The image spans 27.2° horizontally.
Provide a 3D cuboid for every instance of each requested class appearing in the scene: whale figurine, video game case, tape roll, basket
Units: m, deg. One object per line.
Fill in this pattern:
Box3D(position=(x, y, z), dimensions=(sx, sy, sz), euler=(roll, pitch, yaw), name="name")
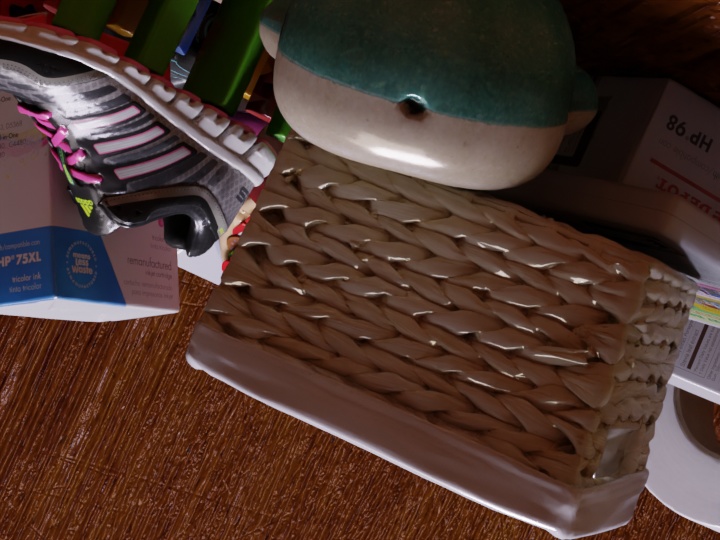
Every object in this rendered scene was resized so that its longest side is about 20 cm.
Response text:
Box3D(position=(0.035, -0.109, 0.671), dimensions=(0.159, 0.104, 0.200), euler=(15, -159, 3), name="whale figurine")
Box3D(position=(0.147, -0.008, 0.765), dimensions=(0.182, 0.022, 0.200), euler=(28, 175, -33), name="video game case")
Box3D(position=(0.293, 0.097, 1.090), dimensions=(0.202, 0.203, 0.071), euler=(22, 176, 40), name="tape roll")
Box3D(position=(0.045, 0.026, 0.691), dimensions=(0.200, 0.124, 0.135), euler=(23, -176, 23), name="basket")

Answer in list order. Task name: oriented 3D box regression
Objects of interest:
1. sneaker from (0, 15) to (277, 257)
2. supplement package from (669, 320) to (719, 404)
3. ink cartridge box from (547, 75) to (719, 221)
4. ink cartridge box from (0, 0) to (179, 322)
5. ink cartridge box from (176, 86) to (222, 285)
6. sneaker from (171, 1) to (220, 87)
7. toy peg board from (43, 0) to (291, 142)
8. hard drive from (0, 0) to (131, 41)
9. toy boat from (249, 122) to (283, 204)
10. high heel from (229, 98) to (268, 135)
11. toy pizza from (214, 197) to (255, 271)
Box3D(position=(-0.135, -0.065, 0.774), dimensions=(0.200, 0.088, 0.074), euler=(26, 177, -38), name="sneaker")
Box3D(position=(0.212, 0.013, 0.996), dimensions=(0.200, 0.120, 0.121), euler=(23, 179, 28), name="supplement package")
Box3D(position=(0.159, -0.050, 0.795), dimensions=(0.116, 0.067, 0.200), euler=(26, 177, -25), name="ink cartridge box")
Box3D(position=(-0.168, -0.075, 0.865), dimensions=(0.067, 0.201, 0.116), euler=(-7, 172, 29), name="ink cartridge box")
Box3D(position=(-0.106, -0.085, 1.185), dimensions=(0.146, 0.083, 0.200), euler=(28, -145, -49), name="ink cartridge box")
Box3D(position=(-0.120, -0.170, 1.073), dimensions=(0.199, 0.076, 0.079), euler=(16, 161, 22), name="sneaker")
Box3D(position=(-0.102, -0.149, 0.845), dimensions=(0.200, 0.098, 0.199), euler=(26, 177, -26), name="toy peg board")
Box3D(position=(-0.205, -0.121, 0.911), dimensions=(0.033, 0.200, 0.140), euler=(-6, 118, 29), name="hard drive")
Box3D(position=(0.000, 0.000, 0.878), dimensions=(0.130, 0.131, 0.200), euler=(9, -157, -30), name="toy boat")
Box3D(position=(-0.076, -0.082, 0.997), dimensions=(0.096, 0.199, 0.067), euler=(64, -160, -18), name="high heel")
Box3D(position=(-0.021, 0.015, 1.050), dimensions=(0.200, 0.032, 0.200), euler=(22, 147, 15), name="toy pizza")
